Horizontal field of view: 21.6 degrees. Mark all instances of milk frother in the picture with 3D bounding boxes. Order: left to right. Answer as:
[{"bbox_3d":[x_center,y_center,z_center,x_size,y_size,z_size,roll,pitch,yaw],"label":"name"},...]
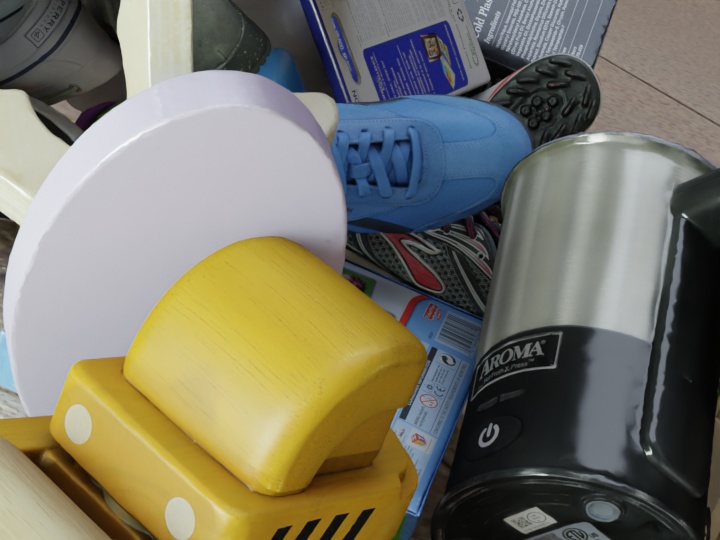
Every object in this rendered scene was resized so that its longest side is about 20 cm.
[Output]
[{"bbox_3d":[0.149,0.068,0.839,0.179,0.200,0.189,-9,47,30],"label":"milk frother"}]

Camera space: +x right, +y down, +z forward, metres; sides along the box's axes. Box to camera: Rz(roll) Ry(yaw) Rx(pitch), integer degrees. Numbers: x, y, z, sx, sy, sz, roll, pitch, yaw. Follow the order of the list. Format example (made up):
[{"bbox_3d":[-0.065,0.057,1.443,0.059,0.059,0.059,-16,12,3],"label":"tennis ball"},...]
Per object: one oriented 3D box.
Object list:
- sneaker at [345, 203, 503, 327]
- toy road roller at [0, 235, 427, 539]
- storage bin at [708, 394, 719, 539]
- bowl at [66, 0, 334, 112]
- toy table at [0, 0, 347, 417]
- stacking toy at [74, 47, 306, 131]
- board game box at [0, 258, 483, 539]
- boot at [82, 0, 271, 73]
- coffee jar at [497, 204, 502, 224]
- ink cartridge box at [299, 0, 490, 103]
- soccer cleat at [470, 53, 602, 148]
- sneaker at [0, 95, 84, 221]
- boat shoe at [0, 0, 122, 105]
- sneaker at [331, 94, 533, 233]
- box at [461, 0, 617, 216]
[{"bbox_3d":[0.033,-0.021,0.950,0.200,0.075,0.081,39,43,-9],"label":"sneaker"},{"bbox_3d":[-0.062,0.068,0.659,0.123,0.147,0.199,36,23,33],"label":"toy road roller"},{"bbox_3d":[0.286,0.077,0.944,0.197,0.202,0.094,14,19,-23],"label":"storage bin"},{"bbox_3d":[-0.071,-0.100,1.134,0.200,0.200,0.091,-10,78,-58],"label":"bowl"},{"bbox_3d":[-0.082,-0.028,0.747,0.182,0.201,0.118,7,43,-30],"label":"toy table"},{"bbox_3d":[-0.124,-0.057,1.035,0.198,0.110,0.116,9,42,32],"label":"stacking toy"},{"bbox_3d":[-0.048,0.037,0.875,0.198,0.037,0.152,24,37,4],"label":"board game box"},{"bbox_3d":[-0.129,-0.168,0.972,0.131,0.068,0.200,45,-3,-37],"label":"boot"},{"bbox_3d":[0.126,0.001,1.124,0.084,0.105,0.200,6,19,0],"label":"coffee jar"},{"bbox_3d":[0.013,-0.132,1.067,0.037,0.096,0.200,-17,6,25],"label":"ink cartridge box"},{"bbox_3d":[0.060,-0.068,1.163,0.069,0.199,0.073,61,10,2],"label":"soccer cleat"},{"bbox_3d":[-0.231,-0.061,0.960,0.198,0.071,0.099,20,20,11],"label":"sneaker"},{"bbox_3d":[-0.202,-0.105,1.043,0.067,0.074,0.199,39,-24,-27],"label":"boat shoe"},{"bbox_3d":[-0.014,-0.046,0.872,0.198,0.067,0.078,-1,8,-6],"label":"sneaker"},{"bbox_3d":[0.061,-0.146,1.296,0.181,0.105,0.200,21,-25,0],"label":"box"}]
